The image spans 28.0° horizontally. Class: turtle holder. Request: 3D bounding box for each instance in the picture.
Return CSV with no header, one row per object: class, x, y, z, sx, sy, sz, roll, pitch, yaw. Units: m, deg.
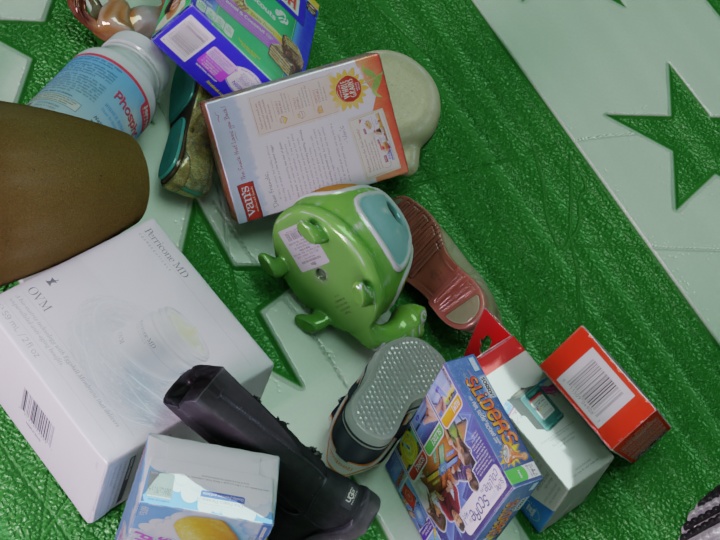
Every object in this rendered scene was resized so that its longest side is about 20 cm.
turtle holder,0.000,-0.009,1.509,0.185,0.141,0.132,39,50,13

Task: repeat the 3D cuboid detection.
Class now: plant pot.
plant pot,-0.308,-0.080,1.369,0.199,0.187,0.187,-10,58,-38

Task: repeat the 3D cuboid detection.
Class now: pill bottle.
pill bottle,-0.289,-0.168,1.544,0.108,0.109,0.201,31,52,4

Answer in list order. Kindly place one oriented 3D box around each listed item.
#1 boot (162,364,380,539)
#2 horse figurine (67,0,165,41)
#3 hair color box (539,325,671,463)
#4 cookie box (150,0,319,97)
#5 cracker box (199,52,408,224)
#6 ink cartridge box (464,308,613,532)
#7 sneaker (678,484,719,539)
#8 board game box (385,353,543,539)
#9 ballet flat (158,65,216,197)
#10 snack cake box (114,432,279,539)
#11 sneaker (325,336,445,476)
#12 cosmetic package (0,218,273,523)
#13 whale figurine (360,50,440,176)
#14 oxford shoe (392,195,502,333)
boot,-0.099,0.169,1.289,0.200,0.164,0.066,39,55,-20
horse figurine,-0.260,-0.307,1.685,0.198,0.050,0.134,0,72,-29
hair color box,0.252,0.129,1.465,0.064,0.200,0.111,-41,72,4
cookie box,-0.137,-0.284,1.640,0.171,0.075,0.201,41,36,-28
cracker box,-0.061,-0.144,1.560,0.198,0.058,0.135,-17,102,-11
ink cartridge box,0.155,0.150,1.459,0.067,0.117,0.200,-30,68,-24
sneaker,0.367,0.305,1.462,0.081,0.075,0.201,32,52,-12
board game box,0.092,0.190,1.358,0.034,0.201,0.136,-14,61,-27
ballet flat,-0.183,-0.162,1.612,0.070,0.071,0.201,11,52,-11
snack cake box,-0.148,0.223,1.249,0.114,0.201,0.068,11,54,-11
sneaker,0.020,0.136,1.458,0.078,0.080,0.200,41,32,7
cosmetic package,-0.225,0.090,1.371,0.199,0.123,0.200,-30,69,-35
whale figurine,0.003,-0.157,1.662,0.159,0.104,0.200,40,77,9
oxford shoe,0.086,-0.001,1.594,0.074,0.071,0.201,28,24,-52
